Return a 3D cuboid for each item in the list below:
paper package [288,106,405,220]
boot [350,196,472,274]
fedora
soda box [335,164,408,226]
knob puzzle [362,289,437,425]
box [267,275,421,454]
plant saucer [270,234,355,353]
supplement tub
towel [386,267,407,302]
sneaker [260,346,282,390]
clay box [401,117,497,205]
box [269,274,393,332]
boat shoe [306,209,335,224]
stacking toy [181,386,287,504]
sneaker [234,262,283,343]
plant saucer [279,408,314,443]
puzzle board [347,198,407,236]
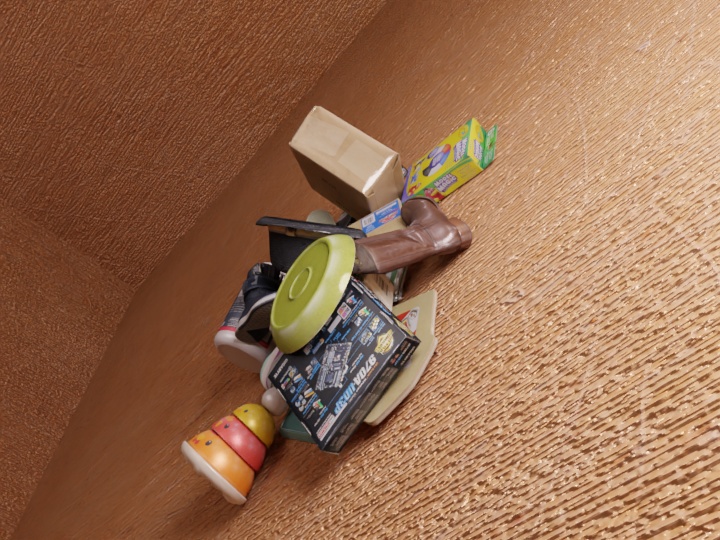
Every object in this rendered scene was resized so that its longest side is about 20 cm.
[{"bbox_3d":[-0.019,-0.191,1.261,0.104,0.198,0.191,-52,-21,-10],"label":"paper package"},{"bbox_3d":[0.047,-0.054,1.021,0.197,0.066,0.186,-19,25,-24],"label":"boot"},{"bbox_3d":[-0.089,-0.038,1.130,0.200,0.196,0.094,-160,76,-67],"label":"fedora"},{"bbox_3d":[0.021,-0.149,1.392,0.202,0.063,0.070,-60,23,-17],"label":"soda box"},{"bbox_3d":[0.041,0.141,0.958,0.218,0.030,0.222,-36,30,25],"label":"knob puzzle"},{"bbox_3d":[-0.029,0.128,0.923,0.159,0.046,0.202,42,100,39],"label":"box"},{"bbox_3d":[-0.081,0.026,0.975,0.200,0.031,0.202,-44,26,28],"label":"plant saucer"},{"bbox_3d":[-0.209,0.101,1.378,0.139,0.140,0.203,-20,38,53],"label":"supplement tub"},{"bbox_3d":[0.000,0.000,1.162,0.197,0.031,0.151,-7,50,34],"label":"towel"},{"bbox_3d":[-0.110,0.147,1.201,0.139,0.077,0.204,18,88,64],"label":"sneaker"},{"bbox_3d":[0.163,-0.195,1.194,0.199,0.047,0.116,-35,28,39],"label":"clay box"},{"bbox_3d":[-0.047,0.060,1.051,0.198,0.082,0.069,-29,30,25],"label":"box"},{"bbox_3d":[-0.077,-0.034,1.336,0.068,0.070,0.203,101,159,-58],"label":"boat shoe"},{"bbox_3d":[-0.197,0.282,1.122,0.201,0.147,0.145,-49,20,-21],"label":"stacking toy"},{"bbox_3d":[-0.170,0.038,1.233,0.201,0.076,0.149,-32,39,46],"label":"sneaker"},{"bbox_3d":[-0.078,0.246,1.065,0.199,0.019,0.071,-15,42,59],"label":"plant saucer"},{"bbox_3d":[-0.001,-0.032,1.156,0.197,0.017,0.152,-28,40,15],"label":"puzzle board"}]
